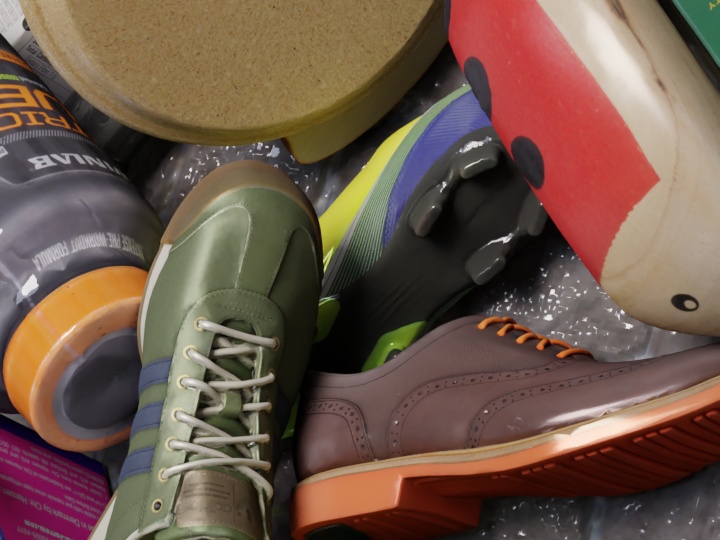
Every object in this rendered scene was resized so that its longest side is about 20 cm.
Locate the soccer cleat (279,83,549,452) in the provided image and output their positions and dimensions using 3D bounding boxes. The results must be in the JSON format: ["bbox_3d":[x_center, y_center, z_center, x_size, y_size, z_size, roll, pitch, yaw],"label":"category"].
[{"bbox_3d":[0.001,0.000,1.102,0.200,0.065,0.084,-39,23,22],"label":"soccer cleat"}]

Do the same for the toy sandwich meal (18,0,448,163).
[{"bbox_3d":[-0.042,-0.138,1.094,0.206,0.205,0.070,-51,32,7],"label":"toy sandwich meal"}]

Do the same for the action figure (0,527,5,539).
[{"bbox_3d":[-0.154,0.105,1.008,0.065,0.099,0.200,-52,58,17],"label":"action figure"}]

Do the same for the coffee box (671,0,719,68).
[{"bbox_3d":[0.141,-0.083,0.979,0.044,0.123,0.201,-38,54,11],"label":"coffee box"}]

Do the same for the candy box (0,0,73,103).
[{"bbox_3d":[-0.174,-0.115,1.268,0.200,0.061,0.137,-43,51,14],"label":"candy box"}]

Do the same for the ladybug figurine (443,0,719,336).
[{"bbox_3d":[0.087,-0.056,0.994,0.072,0.136,0.201,-35,61,11],"label":"ladybug figurine"}]

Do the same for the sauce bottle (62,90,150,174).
[{"bbox_3d":[-0.056,-0.118,1.181,0.200,0.066,0.066,-51,50,13],"label":"sauce bottle"}]

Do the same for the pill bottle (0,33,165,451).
[{"bbox_3d":[-0.142,-0.016,1.119,0.106,0.106,0.200,-50,52,8],"label":"pill bottle"}]

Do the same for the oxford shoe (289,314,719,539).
[{"bbox_3d":[0.058,0.044,1.013,0.199,0.071,0.073,-15,68,27],"label":"oxford shoe"}]

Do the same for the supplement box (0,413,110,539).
[{"bbox_3d":[-0.147,0.165,1.102,0.101,0.103,0.201,-30,54,22],"label":"supplement box"}]

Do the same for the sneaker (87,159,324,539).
[{"bbox_3d":[-0.051,0.069,1.024,0.090,0.067,0.201,-129,55,-65],"label":"sneaker"}]
